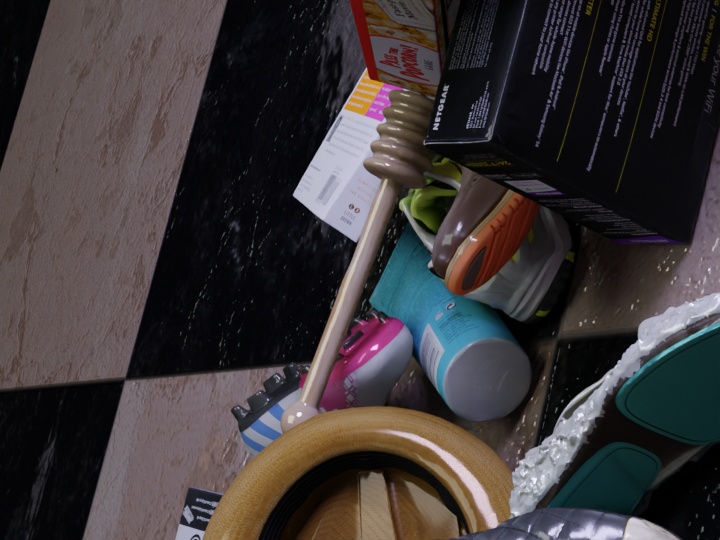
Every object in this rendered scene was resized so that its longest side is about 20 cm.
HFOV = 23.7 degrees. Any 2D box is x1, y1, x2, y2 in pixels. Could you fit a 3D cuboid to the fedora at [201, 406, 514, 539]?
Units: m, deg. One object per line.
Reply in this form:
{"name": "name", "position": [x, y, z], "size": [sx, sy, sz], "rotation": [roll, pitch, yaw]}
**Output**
{"name": "fedora", "position": [0.009, 0.172, 0.886], "size": [0.082, 0.200, 0.201], "rotation": [61, -154, -61]}

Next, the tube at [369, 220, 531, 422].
{"name": "tube", "position": [0.045, 0.023, 1.011], "size": [0.078, 0.050, 0.200], "rotation": [-58, 24, 12]}

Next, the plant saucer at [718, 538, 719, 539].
{"name": "plant saucer", "position": [0.195, 0.148, 0.632], "size": [0.200, 0.034, 0.200], "rotation": [-44, 35, 43]}

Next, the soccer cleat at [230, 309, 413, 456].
{"name": "soccer cleat", "position": [-0.007, 0.085, 1.030], "size": [0.070, 0.086, 0.200], "rotation": [-41, 3, -30]}

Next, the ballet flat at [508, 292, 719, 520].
{"name": "ballet flat", "position": [0.129, 0.060, 0.786], "size": [0.200, 0.072, 0.072], "rotation": [-50, 32, 34]}

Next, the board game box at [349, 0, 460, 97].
{"name": "board game box", "position": [0.040, -0.187, 0.844], "size": [0.200, 0.046, 0.152], "rotation": [69, -142, -77]}

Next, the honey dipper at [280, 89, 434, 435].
{"name": "honey dipper", "position": [0.000, 0.000, 0.939], "size": [0.038, 0.038, 0.200], "rotation": [12, 82, 64]}

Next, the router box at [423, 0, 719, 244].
{"name": "router box", "position": [0.120, -0.129, 0.837], "size": [0.051, 0.149, 0.200], "rotation": [3, 74, 50]}

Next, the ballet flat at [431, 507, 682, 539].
{"name": "ballet flat", "position": [0.055, 0.152, 0.791], "size": [0.200, 0.067, 0.057], "rotation": [-11, 23, 20]}

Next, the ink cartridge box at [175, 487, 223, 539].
{"name": "ink cartridge box", "position": [-0.068, 0.197, 1.109], "size": [0.200, 0.044, 0.094], "rotation": [-2, 72, 63]}

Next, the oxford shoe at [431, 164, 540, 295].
{"name": "oxford shoe", "position": [0.070, -0.065, 0.905], "size": [0.200, 0.073, 0.071], "rotation": [-58, -9, -43]}

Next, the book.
{"name": "book", "position": [0.032, -0.115, 1.029], "size": [0.200, 0.048, 0.134], "rotation": [-56, 11, 2]}

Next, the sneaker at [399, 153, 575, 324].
{"name": "sneaker", "position": [0.062, -0.052, 0.989], "size": [0.075, 0.076, 0.200], "rotation": [-60, 26, 24]}
